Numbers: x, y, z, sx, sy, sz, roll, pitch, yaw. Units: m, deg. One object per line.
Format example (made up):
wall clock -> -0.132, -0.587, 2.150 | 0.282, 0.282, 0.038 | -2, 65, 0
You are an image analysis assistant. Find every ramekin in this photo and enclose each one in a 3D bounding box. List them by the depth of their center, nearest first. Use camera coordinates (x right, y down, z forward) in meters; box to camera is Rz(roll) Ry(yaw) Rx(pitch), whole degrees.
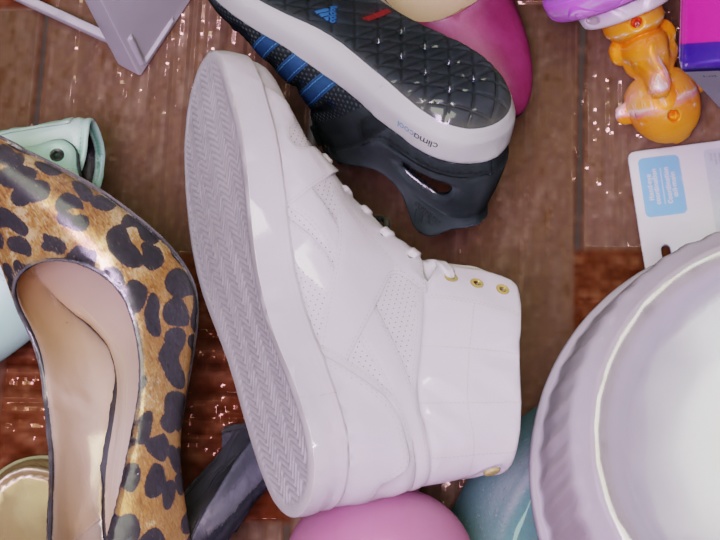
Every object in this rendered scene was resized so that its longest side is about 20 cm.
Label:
ramekin -> 0.165, 0.074, 0.774 | 0.201, 0.094, 0.204 | -1, 74, 4

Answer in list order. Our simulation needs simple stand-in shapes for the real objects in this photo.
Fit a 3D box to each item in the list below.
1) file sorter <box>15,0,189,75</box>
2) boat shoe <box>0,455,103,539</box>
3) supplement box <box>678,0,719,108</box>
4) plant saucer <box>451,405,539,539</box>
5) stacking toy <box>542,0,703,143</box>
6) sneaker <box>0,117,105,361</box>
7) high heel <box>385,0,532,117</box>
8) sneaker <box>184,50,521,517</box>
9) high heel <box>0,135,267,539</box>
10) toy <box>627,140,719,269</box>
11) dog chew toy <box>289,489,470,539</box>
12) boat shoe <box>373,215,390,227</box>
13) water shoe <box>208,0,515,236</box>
file sorter -> -0.115, -0.226, 0.932 | 0.124, 0.139, 0.201 | 27, 74, 17
boat shoe -> -0.120, 0.168, 0.826 | 0.073, 0.063, 0.202 | -11, 70, 1
supplement box -> 0.199, -0.177, 0.873 | 0.101, 0.103, 0.202 | 1, 84, 21
plant saucer -> 0.129, 0.134, 0.826 | 0.198, 0.036, 0.201 | -1, 74, 5
stacking toy -> 0.109, -0.150, 0.897 | 0.115, 0.110, 0.201 | -24, 102, -4
sneaker -> -0.180, -0.060, 0.907 | 0.118, 0.074, 0.201 | -28, 80, 1
high heel -> 0.018, -0.161, 0.916 | 0.067, 0.096, 0.201 | -31, 70, -7
sneaker -> 0.000, 0.000, 0.820 | 0.115, 0.074, 0.201 | -5, 65, -25
high heel -> -0.120, 0.051, 0.802 | 0.200, 0.071, 0.143 | 54, 44, -13
toy -> 0.223, -0.018, 0.873 | 0.198, 0.047, 0.116 | -6, 69, 2
dog chew toy -> 0.007, 0.178, 0.782 | 0.124, 0.125, 0.201 | -1, 66, 5
boat shoe -> -0.011, 0.006, 0.876 | 0.066, 0.070, 0.201 | -14, 70, -8
water shoe -> -0.013, -0.087, 0.903 | 0.071, 0.079, 0.200 | -19, 45, -32
